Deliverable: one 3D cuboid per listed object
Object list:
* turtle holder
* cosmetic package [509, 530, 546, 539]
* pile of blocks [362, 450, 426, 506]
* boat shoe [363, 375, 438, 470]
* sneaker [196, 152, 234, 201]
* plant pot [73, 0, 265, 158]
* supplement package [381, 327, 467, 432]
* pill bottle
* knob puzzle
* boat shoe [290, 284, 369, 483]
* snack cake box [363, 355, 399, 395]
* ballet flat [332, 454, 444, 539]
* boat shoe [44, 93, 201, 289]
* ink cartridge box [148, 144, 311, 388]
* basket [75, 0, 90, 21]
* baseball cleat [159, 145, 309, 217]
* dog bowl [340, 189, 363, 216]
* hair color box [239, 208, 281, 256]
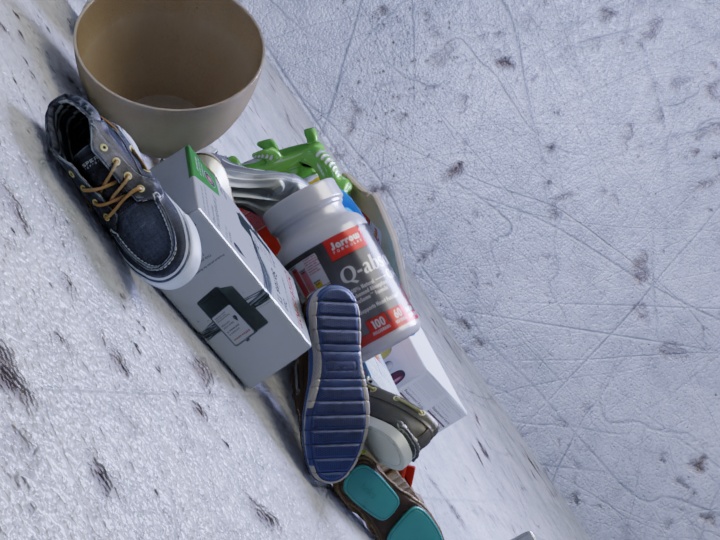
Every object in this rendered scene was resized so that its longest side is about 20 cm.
[{"bbox_3d":[-0.091,-0.117,1.699,0.141,0.184,0.133,-51,125,-69],"label":"turtle holder"},{"bbox_3d":[0.166,0.395,1.228,0.201,0.166,0.167,61,8,28],"label":"cosmetic package"},{"bbox_3d":[0.021,0.219,1.439,0.200,0.062,0.082,54,8,-25],"label":"pile of blocks"},{"bbox_3d":[0.002,0.150,1.334,0.201,0.060,0.072,24,-40,48],"label":"boat shoe"},{"bbox_3d":[-0.155,-0.022,1.350,0.201,0.067,0.090,65,26,-20],"label":"sneaker"},{"bbox_3d":[-0.209,-0.201,1.341,0.201,0.199,0.135,61,-26,28],"label":"plant pot"},{"bbox_3d":[0.044,0.131,1.789,0.156,0.111,0.201,49,10,-50],"label":"supplement package"},{"bbox_3d":[-0.025,0.005,1.403,0.201,0.115,0.116,61,7,4],"label":"pill bottle"},{"bbox_3d":[0.025,-0.013,1.644,0.219,0.030,0.221,169,-90,-68],"label":"knob puzzle"},{"bbox_3d":[-0.035,0.119,1.280,0.072,0.072,0.201,-16,-111,63],"label":"boat shoe"},{"bbox_3d":[-0.018,0.114,1.619,0.115,0.067,0.200,48,11,-45],"label":"snack cake box"},{"bbox_3d":[0.025,0.260,1.343,0.200,0.068,0.072,48,-8,-31],"label":"ballet flat"},{"bbox_3d":[-0.218,-0.070,1.095,0.201,0.071,0.091,53,5,31],"label":"boat shoe"},{"bbox_3d":[-0.141,-0.003,1.229,0.200,0.083,0.147,54,8,-32],"label":"ink cartridge box"},{"bbox_3d":[-0.253,-0.318,1.523,0.139,0.176,0.200,54,26,-21],"label":"basket"},{"bbox_3d":[-0.147,-0.115,1.484,0.199,0.070,0.107,6,39,-43],"label":"baseball cleat"},{"bbox_3d":[0.000,0.000,1.511,0.201,0.049,0.111,64,13,3],"label":"dog bowl"},{"bbox_3d":[-0.112,-0.011,1.551,0.201,0.064,0.111,61,6,36],"label":"hair color box"}]
